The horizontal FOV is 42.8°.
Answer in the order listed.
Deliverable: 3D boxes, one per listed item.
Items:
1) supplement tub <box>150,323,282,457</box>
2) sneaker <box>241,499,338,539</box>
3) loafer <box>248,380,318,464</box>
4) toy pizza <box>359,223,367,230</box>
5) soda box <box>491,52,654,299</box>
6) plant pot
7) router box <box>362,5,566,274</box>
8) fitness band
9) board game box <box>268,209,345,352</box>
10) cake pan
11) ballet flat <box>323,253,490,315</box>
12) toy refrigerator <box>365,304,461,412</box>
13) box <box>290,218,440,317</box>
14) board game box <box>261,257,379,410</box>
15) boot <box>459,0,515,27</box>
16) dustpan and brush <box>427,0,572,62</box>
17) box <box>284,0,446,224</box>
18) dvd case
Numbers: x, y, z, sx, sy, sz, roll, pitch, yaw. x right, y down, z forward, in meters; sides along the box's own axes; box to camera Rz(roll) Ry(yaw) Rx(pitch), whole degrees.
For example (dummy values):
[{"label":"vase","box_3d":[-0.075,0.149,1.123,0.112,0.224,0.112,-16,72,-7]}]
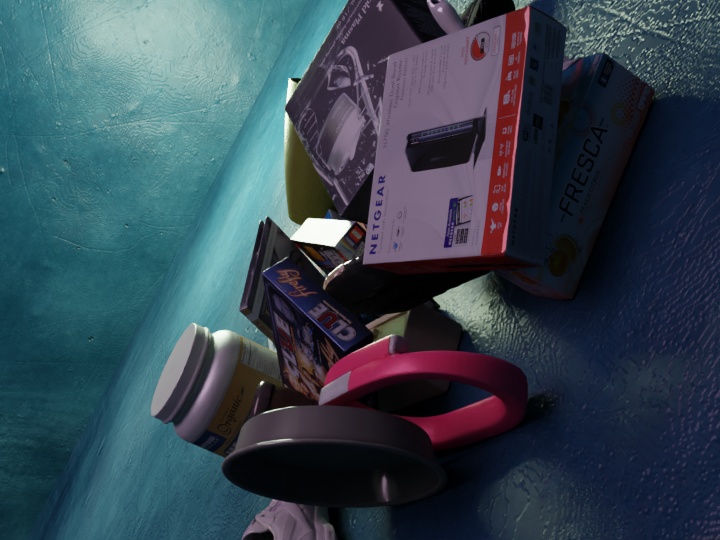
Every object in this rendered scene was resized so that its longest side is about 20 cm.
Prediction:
[{"label":"supplement tub","box_3d":[-0.147,0.164,1.153,0.145,0.198,0.146,-52,22,30]},{"label":"sneaker","box_3d":[-0.080,0.265,0.988,0.200,0.098,0.076,-120,39,-69]},{"label":"loafer","box_3d":[-0.064,0.177,0.922,0.201,0.070,0.074,81,-161,-63]},{"label":"toy pizza","box_3d":[0.041,-0.126,1.135,0.198,0.031,0.204,0,90,46]},{"label":"soda box","box_3d":[0.178,-0.080,0.796,0.063,0.068,0.203,7,72,66]},{"label":"plant pot","box_3d":[-0.042,-0.165,1.380,0.187,0.184,0.203,-122,46,-69]},{"label":"router box","box_3d":[0.085,-0.101,0.790,0.178,0.048,0.204,-5,75,52]},{"label":"fitness band","box_3d":[0.050,0.107,0.776,0.199,0.142,0.038,-31,42,50]},{"label":"board game box","box_3d":[-0.060,0.033,1.309,0.202,0.064,0.148,-58,19,14]},{"label":"cake pan","box_3d":[-0.022,0.166,0.807,0.200,0.197,0.037,-39,41,51]},{"label":"ballet flat","box_3d":[0.056,-0.005,0.899,0.057,0.197,0.067,-127,24,-58]},{"label":"toy refrigerator","box_3d":[0.021,0.102,0.985,0.200,0.069,0.077,-33,35,58]},{"label":"box","box_3d":[0.000,0.000,1.065,0.040,0.137,0.200,-49,17,-9]},{"label":"board game box","box_3d":[-0.036,0.101,0.918,0.135,0.034,0.202,39,149,37]},{"label":"boot","box_3d":[0.111,-0.266,1.213,0.167,0.076,0.202,-19,40,60]},{"label":"dustpan and brush","box_3d":[0.125,-0.194,0.874,0.138,0.202,0.057,-32,-6,-12]},{"label":"box","box_3d":[0.036,-0.185,1.025,0.201,0.123,0.198,-54,47,28]},{"label":"dvd case","box_3d":[-0.064,0.051,1.097,0.016,0.200,0.150,-24,37,27]}]
